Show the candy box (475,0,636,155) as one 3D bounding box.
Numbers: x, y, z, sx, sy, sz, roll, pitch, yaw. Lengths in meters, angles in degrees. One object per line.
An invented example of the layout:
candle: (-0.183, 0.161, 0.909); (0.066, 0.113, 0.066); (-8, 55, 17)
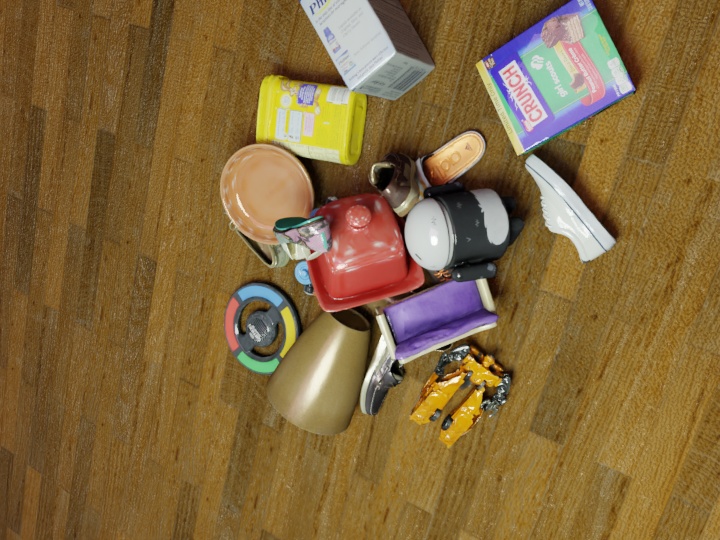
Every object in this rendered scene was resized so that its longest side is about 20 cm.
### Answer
candy box: (0.309, -0.308, 0.985); (0.198, 0.077, 0.172); (-28, 86, 28)

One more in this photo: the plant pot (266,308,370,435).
plant pot: (-0.063, 0.174, 1.185); (0.184, 0.186, 0.203); (31, 109, 18)

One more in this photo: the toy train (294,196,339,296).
toy train: (-0.054, -0.038, 1.207); (0.112, 0.087, 0.204); (20, 104, 12)

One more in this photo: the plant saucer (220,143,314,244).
plant saucer: (-0.180, -0.152, 1.213); (0.195, 0.038, 0.205); (6, 114, 13)

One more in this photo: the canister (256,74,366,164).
canister: (-0.094, -0.288, 1.184); (0.196, 0.086, 0.152); (14, 104, 22)

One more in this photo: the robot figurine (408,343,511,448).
robot figurine: (0.183, 0.224, 1.132); (0.144, 0.058, 0.201); (35, 112, 0)

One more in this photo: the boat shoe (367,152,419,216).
boat shoe: (0.051, -0.168, 1.073); (0.071, 0.202, 0.072); (32, 116, -22)

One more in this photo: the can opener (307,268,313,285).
can opener: (0.000, 0.000, 1.145); (0.195, 0.053, 0.068); (-9, 102, -7)

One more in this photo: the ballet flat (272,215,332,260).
ballet flat: (-0.098, -0.053, 1.028); (0.199, 0.068, 0.073); (9, 116, 65)

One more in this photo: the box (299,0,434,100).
box: (0.012, -0.413, 1.057); (0.104, 0.183, 0.203); (-31, 84, 28)

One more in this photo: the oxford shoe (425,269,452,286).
oxford shoe: (0.152, 0.011, 1.114); (0.071, 0.072, 0.202); (-37, 82, 23)

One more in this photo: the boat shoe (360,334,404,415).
boat shoe: (0.054, 0.197, 1.195); (0.064, 0.072, 0.204); (23, 102, 26)

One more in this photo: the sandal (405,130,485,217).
sandal: (0.130, -0.178, 1.103); (0.206, 0.059, 0.080); (-40, 80, 26)

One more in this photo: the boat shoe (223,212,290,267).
boat shoe: (-0.223, -0.089, 1.290); (0.200, 0.062, 0.074); (46, 115, 13)

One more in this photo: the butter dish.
butter dish: (-0.002, -0.058, 1.057); (0.195, 0.149, 0.203); (-15, 62, -6)

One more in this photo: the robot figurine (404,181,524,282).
robot figurine: (0.171, -0.068, 1.031); (0.196, 0.150, 0.127); (-10, 115, -15)

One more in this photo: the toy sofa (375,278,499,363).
toy sofa: (0.129, 0.075, 1.040); (0.196, 0.098, 0.084); (-21, 101, -2)

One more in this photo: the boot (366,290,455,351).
boot: (0.089, 0.085, 1.134); (0.196, 0.076, 0.075); (22, 127, 12)

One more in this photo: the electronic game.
electronic game: (-0.216, 0.126, 1.333); (0.196, 0.041, 0.205); (5, 100, 25)

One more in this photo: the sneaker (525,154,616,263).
sneaker: (0.329, -0.100, 1.009); (0.071, 0.073, 0.201); (-41, 80, 20)
